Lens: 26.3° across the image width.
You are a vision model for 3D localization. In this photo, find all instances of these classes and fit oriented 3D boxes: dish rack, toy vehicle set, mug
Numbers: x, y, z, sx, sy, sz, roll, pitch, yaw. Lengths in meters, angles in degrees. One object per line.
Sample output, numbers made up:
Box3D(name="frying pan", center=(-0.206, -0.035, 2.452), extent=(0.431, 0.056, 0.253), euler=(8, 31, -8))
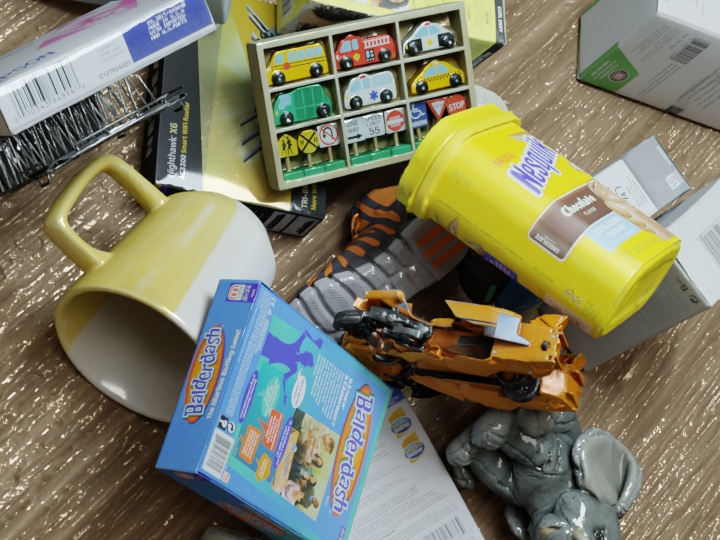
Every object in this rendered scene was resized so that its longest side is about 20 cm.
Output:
Box3D(name="dish rack", center=(-0.230, -0.106, 1.202), extent=(0.153, 0.200, 0.055), euler=(-36, 103, -31))
Box3D(name="toy vehicle set", center=(0.006, -0.152, 1.324), extent=(0.199, 0.026, 0.125), euler=(-15, 105, -22))
Box3D(name="mug", center=(-0.145, 0.003, 1.222), extent=(0.148, 0.187, 0.154), euler=(10, 47, 24))

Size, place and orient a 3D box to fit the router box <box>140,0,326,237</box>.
Box3D(name="router box", center=(-0.107, -0.142, 1.356), extent=(0.156, 0.052, 0.202), euler=(10, 67, -22))

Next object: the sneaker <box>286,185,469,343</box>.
Box3D(name="sneaker", center=(0.000, 0.000, 1.347), extent=(0.199, 0.112, 0.078), euler=(-33, 118, -2))

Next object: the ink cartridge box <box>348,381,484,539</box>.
Box3D(name="ink cartridge box", center=(0.021, 0.195, 1.301), extent=(0.119, 0.042, 0.201), euler=(-26, 86, -31))

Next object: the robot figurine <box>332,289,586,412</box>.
Box3D(name="robot figurine", center=(0.076, 0.065, 1.246), extent=(0.199, 0.145, 0.059), euler=(9, 64, 23))

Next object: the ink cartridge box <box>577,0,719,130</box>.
Box3D(name="ink cartridge box", center=(0.341, -0.227, 1.553), extent=(0.199, 0.146, 0.085), euler=(16, 64, -21))

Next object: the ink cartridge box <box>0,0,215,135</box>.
Box3D(name="ink cartridge box", center=(-0.244, -0.162, 1.211), extent=(0.196, 0.199, 0.044), euler=(-35, 114, -32))

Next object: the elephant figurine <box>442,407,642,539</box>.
Box3D(name="elephant figurine", center=(0.172, 0.198, 1.324), extent=(0.155, 0.142, 0.200), euler=(-39, 84, -17))

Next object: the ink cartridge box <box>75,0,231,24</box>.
Box3D(name="ink cartridge box", center=(-0.204, -0.281, 1.255), extent=(0.198, 0.174, 0.044), euler=(9, 65, 1))

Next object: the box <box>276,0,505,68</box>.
Box3D(name="box", center=(0.028, -0.228, 1.384), extent=(0.199, 0.075, 0.051), euler=(7, 71, -25))

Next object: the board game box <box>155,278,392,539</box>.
Box3D(name="board game box", center=(-0.060, 0.119, 1.182), extent=(0.200, 0.045, 0.153), euler=(42, 58, -46))

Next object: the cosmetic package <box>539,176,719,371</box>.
Box3D(name="cosmetic package", center=(0.265, 0.006, 1.398), extent=(0.113, 0.200, 0.081), euler=(-38, 91, -34))

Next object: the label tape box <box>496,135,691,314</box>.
Box3D(name="label tape box", center=(0.185, -0.030, 1.403), extent=(0.200, 0.144, 0.063), euler=(-34, 88, -32))

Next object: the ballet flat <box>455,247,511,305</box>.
Box3D(name="ballet flat", center=(0.097, -0.038, 1.398), extent=(0.067, 0.069, 0.201), euler=(5, 33, -6))

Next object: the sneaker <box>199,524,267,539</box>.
Box3D(name="sneaker", center=(-0.051, 0.278, 1.215), extent=(0.199, 0.076, 0.088), euler=(31, 90, 4))

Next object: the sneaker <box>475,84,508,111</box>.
Box3D(name="sneaker", center=(0.044, -0.154, 1.409), extent=(0.199, 0.072, 0.072), euler=(18, 72, -29))

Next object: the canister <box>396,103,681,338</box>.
Box3D(name="canister", center=(0.147, -0.042, 1.248), extent=(0.200, 0.087, 0.148), euler=(37, 27, 16))
